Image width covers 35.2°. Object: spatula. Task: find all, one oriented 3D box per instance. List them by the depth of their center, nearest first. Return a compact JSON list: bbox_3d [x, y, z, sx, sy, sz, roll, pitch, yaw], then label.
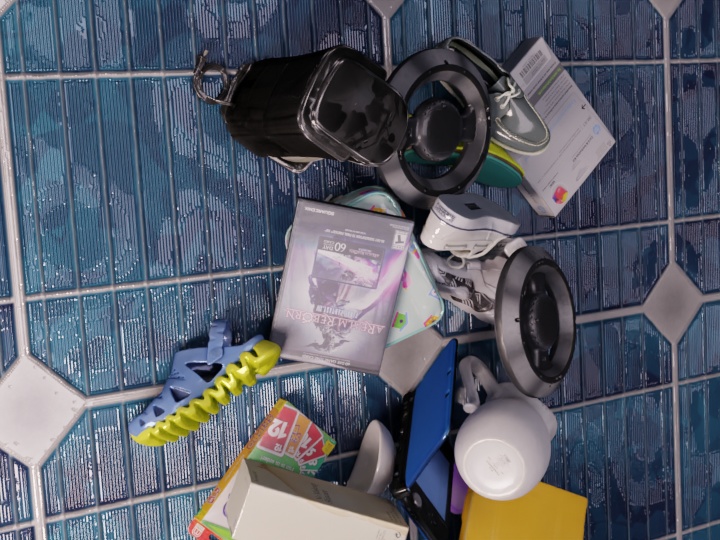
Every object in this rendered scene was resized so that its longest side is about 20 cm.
[{"bbox_3d":[0.176,0.252,1.593,0.057,0.021,0.200,46,71,-23],"label":"spatula"}]

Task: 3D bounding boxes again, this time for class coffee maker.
[{"bbox_3d":[-0.071,-0.186,1.310,0.192,0.200,0.135,4,91,-30],"label":"coffee maker"}]

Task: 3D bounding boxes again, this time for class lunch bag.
[{"bbox_3d":[0.000,0.000,1.418,0.160,0.077,0.200,-26,106,3],"label":"lunch bag"}]

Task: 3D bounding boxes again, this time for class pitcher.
[{"bbox_3d":[0.176,0.203,1.494,0.172,0.200,0.121,47,112,1],"label":"pitcher"}]

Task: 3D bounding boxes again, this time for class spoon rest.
[{"bbox_3d":[0.004,0.289,1.464,0.060,0.099,0.200,6,104,-12],"label":"spoon rest"}]

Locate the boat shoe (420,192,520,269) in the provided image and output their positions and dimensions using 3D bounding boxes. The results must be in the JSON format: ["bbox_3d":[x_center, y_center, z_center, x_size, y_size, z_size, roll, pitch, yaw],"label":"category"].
[{"bbox_3d":[0.134,-0.045,1.452,0.086,0.075,0.202,-56,159,20],"label":"boat shoe"}]

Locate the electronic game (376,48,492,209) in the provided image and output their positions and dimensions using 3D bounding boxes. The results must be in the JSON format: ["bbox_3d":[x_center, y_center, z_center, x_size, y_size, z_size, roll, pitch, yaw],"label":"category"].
[{"bbox_3d":[0.092,-0.175,1.416,0.200,0.042,0.201,-11,107,-39],"label":"electronic game"}]

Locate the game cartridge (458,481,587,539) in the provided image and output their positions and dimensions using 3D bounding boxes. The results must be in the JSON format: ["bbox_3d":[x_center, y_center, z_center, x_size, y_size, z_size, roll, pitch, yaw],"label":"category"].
[{"bbox_3d":[0.215,0.379,1.537,0.176,0.032,0.200,21,60,-12],"label":"game cartridge"}]

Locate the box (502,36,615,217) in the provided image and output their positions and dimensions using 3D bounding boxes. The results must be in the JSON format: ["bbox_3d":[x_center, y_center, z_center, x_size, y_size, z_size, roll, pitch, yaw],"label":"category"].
[{"bbox_3d":[0.252,-0.200,1.590,0.200,0.041,0.156,47,72,-23],"label":"box"}]

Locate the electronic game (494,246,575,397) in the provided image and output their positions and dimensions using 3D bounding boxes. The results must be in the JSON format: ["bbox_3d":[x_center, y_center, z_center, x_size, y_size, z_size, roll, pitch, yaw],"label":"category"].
[{"bbox_3d":[0.232,0.068,1.502,0.200,0.042,0.201,9,78,-53],"label":"electronic game"}]

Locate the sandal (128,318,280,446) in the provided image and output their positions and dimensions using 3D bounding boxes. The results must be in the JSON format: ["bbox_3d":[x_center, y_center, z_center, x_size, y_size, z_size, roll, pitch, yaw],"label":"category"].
[{"bbox_3d":[-0.194,0.130,1.348,0.200,0.080,0.087,-37,74,-15],"label":"sandal"}]

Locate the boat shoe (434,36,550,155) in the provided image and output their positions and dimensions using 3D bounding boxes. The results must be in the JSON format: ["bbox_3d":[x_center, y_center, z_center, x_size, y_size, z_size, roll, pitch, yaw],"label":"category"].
[{"bbox_3d":[0.174,-0.230,1.487,0.200,0.062,0.073,44,73,1],"label":"boat shoe"}]

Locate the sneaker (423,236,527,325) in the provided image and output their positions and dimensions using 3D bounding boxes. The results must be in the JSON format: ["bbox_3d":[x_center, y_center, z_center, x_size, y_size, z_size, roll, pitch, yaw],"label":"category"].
[{"bbox_3d":[0.156,-0.007,1.533,0.200,0.075,0.115,30,77,-33],"label":"sneaker"}]

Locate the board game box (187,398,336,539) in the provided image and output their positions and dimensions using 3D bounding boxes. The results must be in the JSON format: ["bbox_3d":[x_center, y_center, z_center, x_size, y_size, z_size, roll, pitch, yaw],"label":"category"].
[{"bbox_3d":[-0.122,0.268,1.420,0.096,0.030,0.200,43,75,-25],"label":"board game box"}]

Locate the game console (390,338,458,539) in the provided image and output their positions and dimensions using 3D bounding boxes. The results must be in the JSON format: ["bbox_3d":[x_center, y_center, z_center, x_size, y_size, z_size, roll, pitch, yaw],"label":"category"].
[{"bbox_3d":[0.110,0.219,1.439,0.171,0.118,0.200,55,24,-23],"label":"game console"}]

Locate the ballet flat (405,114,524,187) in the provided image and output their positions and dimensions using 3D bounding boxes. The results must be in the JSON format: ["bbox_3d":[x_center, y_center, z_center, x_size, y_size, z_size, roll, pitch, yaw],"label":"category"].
[{"bbox_3d":[0.137,-0.165,1.517,0.200,0.067,0.067,11,65,-29],"label":"ballet flat"}]

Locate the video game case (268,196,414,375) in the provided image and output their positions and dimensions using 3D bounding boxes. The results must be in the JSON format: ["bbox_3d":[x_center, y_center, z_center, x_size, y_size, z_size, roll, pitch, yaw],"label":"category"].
[{"bbox_3d":[-0.026,0.021,1.372,0.143,0.019,0.200,11,104,-7],"label":"video game case"}]

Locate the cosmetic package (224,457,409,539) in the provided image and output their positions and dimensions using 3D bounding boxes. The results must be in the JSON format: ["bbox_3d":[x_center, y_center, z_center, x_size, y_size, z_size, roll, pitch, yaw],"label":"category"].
[{"bbox_3d":[-0.054,0.296,1.354,0.200,0.104,0.073,19,93,-14],"label":"cosmetic package"}]
